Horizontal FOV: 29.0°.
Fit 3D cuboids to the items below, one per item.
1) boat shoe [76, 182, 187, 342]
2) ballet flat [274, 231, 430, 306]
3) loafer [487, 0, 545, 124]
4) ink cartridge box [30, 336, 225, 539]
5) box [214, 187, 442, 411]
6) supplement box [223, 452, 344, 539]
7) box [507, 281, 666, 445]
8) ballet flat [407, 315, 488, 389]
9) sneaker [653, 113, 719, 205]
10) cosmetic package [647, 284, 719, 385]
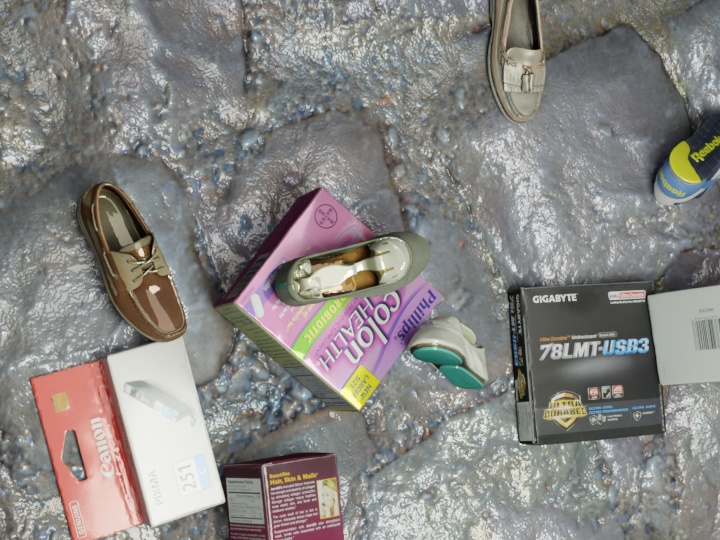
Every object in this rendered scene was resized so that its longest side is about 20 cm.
[{"bbox_3d":[-0.258,-0.010,1.578,0.075,0.072,0.201,-32,88,-27],"label":"boat shoe"},{"bbox_3d":[0.000,0.000,1.587,0.198,0.064,0.068,-14,90,-21],"label":"ballet flat"},{"bbox_3d":[0.204,-0.292,1.790,0.071,0.063,0.203,-3,86,-21],"label":"loafer"},{"bbox_3d":[-0.264,0.194,1.586,0.174,0.045,0.202,-16,90,-22],"label":"ink cartridge box"},{"bbox_3d":[-0.038,0.037,1.654,0.200,0.097,0.176,42,73,-12],"label":"box"},{"bbox_3d":[-0.084,0.316,1.603,0.110,0.085,0.203,-3,86,-41],"label":"supplement box"},{"bbox_3d":[0.292,0.118,1.794,0.198,0.050,0.201,-1,86,-21],"label":"box"},{"bbox_3d":[0.106,0.090,1.674,0.069,0.200,0.070,-8,69,21],"label":"ballet flat"},{"bbox_3d":[0.460,-0.148,1.871,0.199,0.083,0.074,-27,66,-37],"label":"sneaker"},{"bbox_3d":[0.511,0.071,1.774,0.198,0.199,0.125,-8,88,-34],"label":"cosmetic package"}]
